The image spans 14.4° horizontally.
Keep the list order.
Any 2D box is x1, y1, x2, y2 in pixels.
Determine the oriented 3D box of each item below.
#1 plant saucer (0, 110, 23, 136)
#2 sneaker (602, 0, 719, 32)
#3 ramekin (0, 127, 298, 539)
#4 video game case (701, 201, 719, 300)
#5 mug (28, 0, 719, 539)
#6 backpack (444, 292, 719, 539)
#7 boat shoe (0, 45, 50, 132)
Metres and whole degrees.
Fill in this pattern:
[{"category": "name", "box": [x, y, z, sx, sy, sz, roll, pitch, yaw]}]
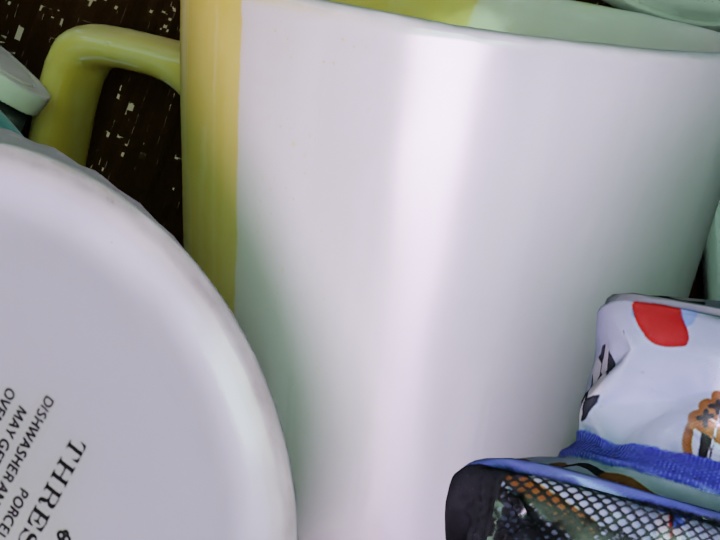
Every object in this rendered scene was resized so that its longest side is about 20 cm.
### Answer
[{"category": "plant saucer", "box": [-0.147, 0.029, 0.691, 0.200, 0.027, 0.200, 13, 68, -36]}, {"category": "sneaker", "box": [0.047, -0.145, 0.744, 0.074, 0.116, 0.200, -40, 91, 1]}, {"category": "ramekin", "box": [-0.107, 0.060, 0.627, 0.200, 0.105, 0.200, 12, 69, -35]}, {"category": "video game case", "box": [0.189, 0.047, 0.788, 0.182, 0.023, 0.200, -4, 92, 2]}, {"category": "mug", "box": [0.010, 0.001, 0.756, 0.149, 0.187, 0.153, 2, 102, -30]}, {"category": "backpack", "box": [0.113, 0.090, 0.610, 0.190, 0.200, 0.154, 20, 92, 14]}, {"category": "boat shoe", "box": [-0.181, -0.070, 0.779, 0.200, 0.073, 0.062, 25, 94, 7]}]
